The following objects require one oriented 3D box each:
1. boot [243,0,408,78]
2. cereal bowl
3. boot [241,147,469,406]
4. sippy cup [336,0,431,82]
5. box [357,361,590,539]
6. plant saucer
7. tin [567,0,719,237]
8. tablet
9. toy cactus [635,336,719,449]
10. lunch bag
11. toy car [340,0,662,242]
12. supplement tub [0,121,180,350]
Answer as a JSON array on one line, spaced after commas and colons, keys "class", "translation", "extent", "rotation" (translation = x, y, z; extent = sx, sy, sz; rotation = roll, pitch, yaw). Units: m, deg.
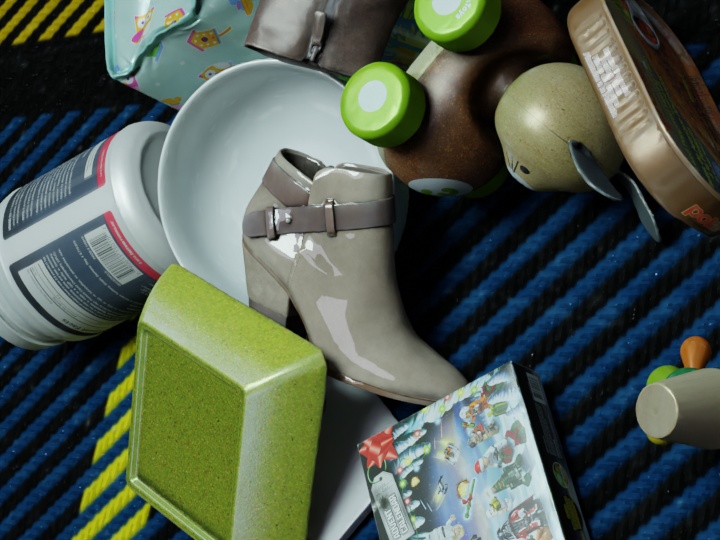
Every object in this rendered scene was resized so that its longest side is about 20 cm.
[{"class": "boot", "translation": [0.028, -0.211, 1.213], "extent": [0.200, 0.072, 0.167], "rotation": [12, 88, 0]}, {"class": "cereal bowl", "translation": [-0.051, -0.062, 1.319], "extent": [0.200, 0.083, 0.200], "rotation": [2, 97, 21]}, {"class": "boot", "translation": [0.000, 0.000, 1.224], "extent": [0.200, 0.070, 0.146], "rotation": [18, 106, 20]}, {"class": "sippy cup", "translation": [0.039, -0.207, 1.295], "extent": [0.130, 0.140, 0.178], "rotation": [27, 86, 18]}, {"class": "box", "translation": [0.080, 0.178, 1.140], "extent": [0.137, 0.040, 0.200], "rotation": [-32, 56, 27]}, {"class": "plant saucer", "translation": [-0.112, 0.120, 1.274], "extent": [0.200, 0.048, 0.200], "rotation": [28, 118, 44]}, {"class": "tin", "translation": [0.196, -0.108, 1.132], "extent": [0.042, 0.112, 0.200], "rotation": [-35, 50, 24]}, {"class": "tablet", "translation": [-0.046, 0.121, 1.303], "extent": [0.130, 0.014, 0.200], "rotation": [-50, 47, 10]}, {"class": "toy cactus", "translation": [0.221, 0.086, 0.993], "extent": [0.200, 0.165, 0.102], "rotation": [25, 108, 49]}, {"class": "lunch bag", "translation": [-0.118, -0.219, 1.393], "extent": [0.122, 0.170, 0.200], "rotation": [-37, 48, 31]}, {"class": "toy car", "translation": [0.118, -0.085, 1.168], "extent": [0.200, 0.164, 0.158], "rotation": [44, 101, 32]}, {"class": "supplement tub", "translation": [-0.216, -0.025, 1.430], "extent": [0.200, 0.140, 0.141], "rotation": [-25, 56, 30]}]
